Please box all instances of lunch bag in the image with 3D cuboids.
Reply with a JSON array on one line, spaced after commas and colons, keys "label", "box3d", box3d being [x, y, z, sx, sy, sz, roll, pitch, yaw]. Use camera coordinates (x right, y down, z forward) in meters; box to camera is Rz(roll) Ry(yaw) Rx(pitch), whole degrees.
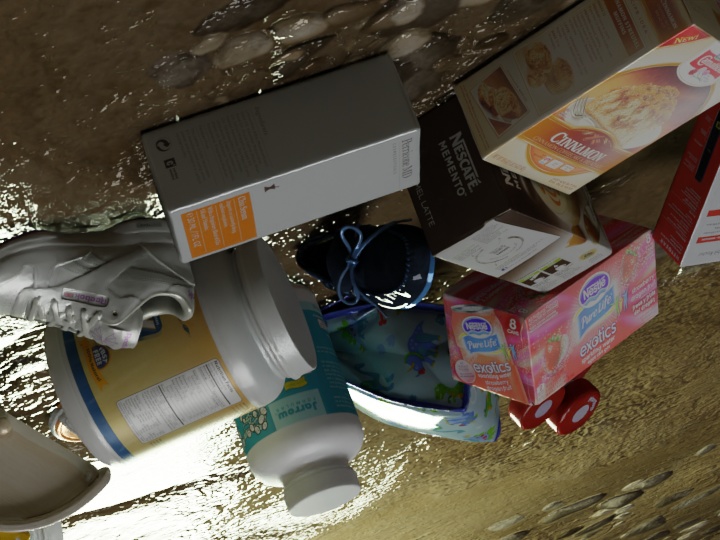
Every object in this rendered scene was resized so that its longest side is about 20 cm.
[{"label": "lunch bag", "box3d": [0.035, 0.091, 1.922, 0.199, 0.128, 0.170, 4, 164, 17]}]

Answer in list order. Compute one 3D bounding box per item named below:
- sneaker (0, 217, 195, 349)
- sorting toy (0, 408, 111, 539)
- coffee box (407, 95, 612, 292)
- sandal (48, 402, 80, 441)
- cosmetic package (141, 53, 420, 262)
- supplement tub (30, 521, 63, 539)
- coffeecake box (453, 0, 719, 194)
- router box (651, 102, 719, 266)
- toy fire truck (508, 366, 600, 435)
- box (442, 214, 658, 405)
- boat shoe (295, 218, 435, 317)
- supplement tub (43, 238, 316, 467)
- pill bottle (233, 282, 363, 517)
[{"label": "sneaker", "box3d": [-0.223, 0.017, 1.539, 0.199, 0.100, 0.075, -11, 159, -20]}, {"label": "sorting toy", "box3d": [-0.331, 0.163, 1.705, 0.107, 0.199, 0.180, -58, -172, -6]}, {"label": "coffee box", "box3d": [0.122, -0.061, 1.648, 0.080, 0.115, 0.200, -31, 157, 24]}, {"label": "sandal", "box3d": [-0.224, 0.128, 1.852, 0.079, 0.059, 0.206, 2, 149, -44]}, {"label": "cosmetic package", "box3d": [-0.058, -0.084, 1.488, 0.199, 0.072, 0.102, -19, 158, -6]}, {"label": "supplement tub", "box3d": [-0.394, 0.247, 1.862, 0.199, 0.145, 0.145, -12, 157, -20]}, {"label": "coffeecake box", "box3d": [0.201, -0.153, 1.560, 0.200, 0.073, 0.153, -32, 155, 25]}, {"label": "router box", "box3d": [0.383, -0.099, 1.797, 0.199, 0.049, 0.180, -7, 131, -31]}, {"label": "toy fire truck", "box3d": [0.208, 0.075, 2.090, 0.168, 0.112, 0.200, -54, 149, 14]}, {"label": "box", "box3d": [0.179, 0.030, 1.805, 0.200, 0.102, 0.095, -32, 126, -38]}, {"label": "boat shoe", "box3d": [0.000, 0.000, 1.660, 0.068, 0.085, 0.200, 8, 170, -22]}, {"label": "supplement tub", "box3d": [-0.152, 0.067, 1.658, 0.199, 0.145, 0.145, -24, 158, 7]}, {"label": "pill bottle", "box3d": [-0.064, 0.120, 1.788, 0.110, 0.201, 0.111, -18, 158, -8]}]
